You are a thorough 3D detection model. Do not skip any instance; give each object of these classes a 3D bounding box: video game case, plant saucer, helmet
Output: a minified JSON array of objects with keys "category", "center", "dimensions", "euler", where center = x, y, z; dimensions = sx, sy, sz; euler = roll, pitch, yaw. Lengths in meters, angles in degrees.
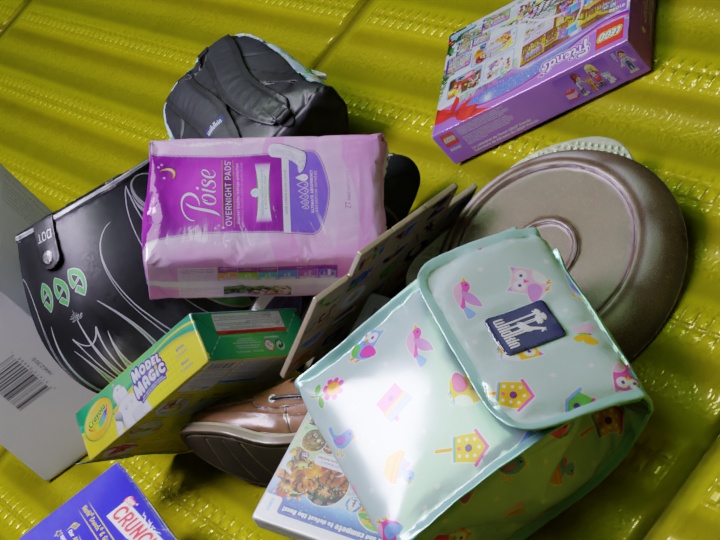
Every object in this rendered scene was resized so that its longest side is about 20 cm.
[{"category":"video game case","center":[0.027,0.117,1.472],"dimensions":[0.142,0.018,0.201],"euler":[15,61,26]},{"category":"plant saucer","center":[0.136,-0.007,1.468],"dimensions":[0.199,0.032,0.202],"euler":[-15,55,22]},{"category":"helmet","center":[-0.183,0.017,1.727],"dimensions":[0.199,0.192,0.200],"euler":[-29,6,3]}]

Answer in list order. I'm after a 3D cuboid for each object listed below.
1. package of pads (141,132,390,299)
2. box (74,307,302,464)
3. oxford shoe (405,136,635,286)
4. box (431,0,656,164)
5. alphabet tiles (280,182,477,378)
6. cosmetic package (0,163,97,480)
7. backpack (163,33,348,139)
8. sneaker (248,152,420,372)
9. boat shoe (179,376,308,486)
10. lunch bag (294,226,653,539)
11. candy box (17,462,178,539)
[{"category":"package of pads","center":[-0.073,-0.044,1.612],"dimensions":[0.198,0.076,0.121],"euler":[-1,61,-2]},{"category":"box","center":[-0.141,0.098,1.637],"dimensions":[0.200,0.117,0.049],"euler":[-41,63,37]},{"category":"oxford shoe","center":[0.123,-0.031,1.553],"dimensions":[0.199,0.058,0.075],"euler":[-37,61,5]},{"category":"box","center":[0.155,-0.183,1.713],"dimensions":[0.199,0.039,0.138],"euler":[-25,36,32]},{"category":"alphabet tiles","center":[0.013,0.008,1.543],"dimensions":[0.166,0.006,0.200],"euler":[-36,-14,-27]},{"category":"cosmetic package","center":[-0.310,0.044,1.856],"dimensions":[0.123,0.199,0.201],"euler":[-35,31,17]},{"category":"backpack","center":[-0.103,-0.135,1.894],"dimensions":[0.163,0.154,0.200],"euler":[-49,51,3]},{"category":"sneaker","center":[0.000,0.000,1.673],"dimensions":[0.087,0.076,0.201],"euler":[30,81,44]},{"category":"boat shoe","center":[-0.050,0.122,1.576],"dimensions":[0.199,0.072,0.068],"euler":[2,54,38]},{"category":"lunch bag","center":[0.081,0.085,1.367],"dimensions":[0.200,0.122,0.171],"euler":[-40,51,11]},{"category":"candy box","center":[-0.214,0.267,1.536],"dimensions":[0.199,0.077,0.169],"euler":[-38,38,-7]}]
